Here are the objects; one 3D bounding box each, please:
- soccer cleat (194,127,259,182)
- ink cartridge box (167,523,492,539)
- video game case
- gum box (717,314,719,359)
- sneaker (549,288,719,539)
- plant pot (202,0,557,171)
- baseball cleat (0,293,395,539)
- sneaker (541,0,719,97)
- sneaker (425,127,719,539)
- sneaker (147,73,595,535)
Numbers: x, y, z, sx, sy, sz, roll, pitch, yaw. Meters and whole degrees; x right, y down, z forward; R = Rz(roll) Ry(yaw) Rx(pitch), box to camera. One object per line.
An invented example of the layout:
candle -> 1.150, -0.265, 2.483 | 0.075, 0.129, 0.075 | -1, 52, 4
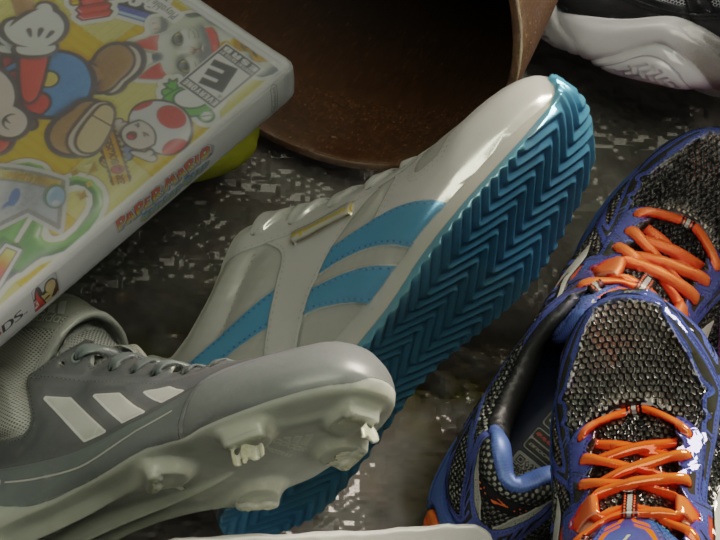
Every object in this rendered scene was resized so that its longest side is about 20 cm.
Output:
soccer cleat -> -0.138, -0.039, 0.943 | 0.199, 0.065, 0.084 | 2, 70, -1
ink cartridge box -> -0.006, 0.189, 0.825 | 0.128, 0.125, 0.201 | -1, 67, -6
video game case -> -0.156, -0.067, 0.904 | 0.200, 0.023, 0.182 | 35, 61, 23
gum box -> 0.209, 0.084, 0.812 | 0.113, 0.066, 0.200 | -17, 47, -12
sneaker -> 0.093, 0.095, 0.795 | 0.075, 0.079, 0.201 | -7, 63, 10
plant pot -> 0.022, -0.174, 0.965 | 0.186, 0.187, 0.200 | 31, 54, 7
baseball cleat -> -0.077, 0.044, 0.860 | 0.199, 0.070, 0.107 | -25, 58, 29
sneaker -> 0.162, -0.119, 0.956 | 0.199, 0.075, 0.114 | 15, 96, 29
sneaker -> 0.097, 0.027, 0.920 | 0.075, 0.079, 0.200 | 29, 68, 7
sneaker -> 0.000, 0.000, 0.897 | 0.200, 0.076, 0.081 | -46, 59, 8
